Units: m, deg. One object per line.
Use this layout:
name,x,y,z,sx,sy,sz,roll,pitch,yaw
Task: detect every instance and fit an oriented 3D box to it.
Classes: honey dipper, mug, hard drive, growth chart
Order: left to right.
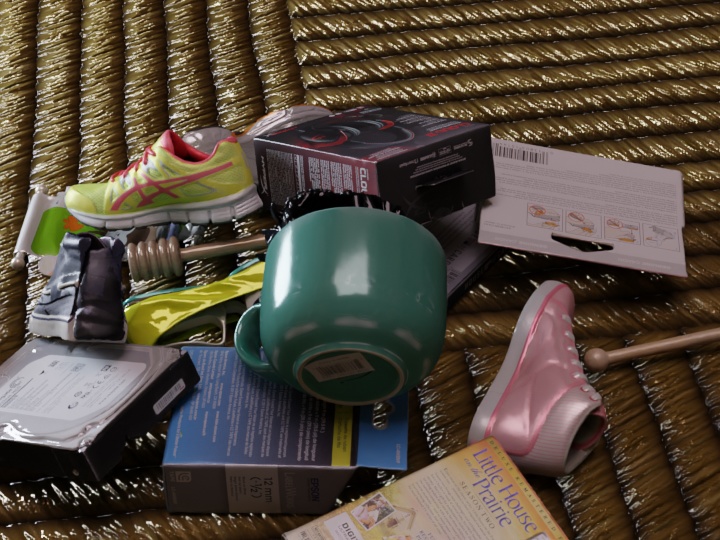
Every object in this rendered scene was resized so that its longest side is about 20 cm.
hard drive,-0.250,0.112,1.424,0.200,0.038,0.140,2,35,41
growth chart,-0.245,-0.048,1.686,0.199,0.018,0.145,-5,41,-2
honey dipper,-0.120,-0.024,1.608,0.199,0.038,0.038,-10,40,0
mug,-0.011,0.047,1.378,0.152,0.185,0.115,12,53,-14
honey dipper,0.297,0.061,1.517,0.199,0.038,0.038,-10,40,-6

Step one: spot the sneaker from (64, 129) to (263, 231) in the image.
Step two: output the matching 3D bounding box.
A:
sneaker,-0.193,-0.090,1.624,0.199,0.091,0.078,-4,16,15

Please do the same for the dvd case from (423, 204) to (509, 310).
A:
dvd case,0.043,-0.043,1.660,0.200,0.025,0.150,25,47,27

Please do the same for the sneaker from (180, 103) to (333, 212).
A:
sneaker,-0.096,-0.104,1.719,0.200,0.076,0.092,-18,69,-31

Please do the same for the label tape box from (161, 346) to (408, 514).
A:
label tape box,-0.059,0.134,1.424,0.199,0.066,0.143,2,40,1

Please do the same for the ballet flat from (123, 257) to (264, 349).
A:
ballet flat,-0.122,0.037,1.553,0.200,0.067,0.067,-17,63,-13

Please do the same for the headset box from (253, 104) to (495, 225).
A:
headset box,0.020,-0.096,1.586,0.148,0.075,0.200,-20,23,-36

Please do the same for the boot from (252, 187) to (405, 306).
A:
boot,0.000,-0.001,1.480,0.198,0.163,0.073,0,50,-18

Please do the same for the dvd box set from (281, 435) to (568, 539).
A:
dvd box set,0.058,0.226,1.308,0.200,0.029,0.146,-23,60,-23

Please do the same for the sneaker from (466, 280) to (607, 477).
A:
sneaker,0.173,0.097,1.446,0.104,0.075,0.200,12,49,23

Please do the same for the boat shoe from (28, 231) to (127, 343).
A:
boat shoe,-0.244,0.013,1.485,0.074,0.093,0.200,4,-1,-24

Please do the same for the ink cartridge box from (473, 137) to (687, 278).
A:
ink cartridge box,0.209,-0.048,1.619,0.199,0.045,0.176,10,39,1
